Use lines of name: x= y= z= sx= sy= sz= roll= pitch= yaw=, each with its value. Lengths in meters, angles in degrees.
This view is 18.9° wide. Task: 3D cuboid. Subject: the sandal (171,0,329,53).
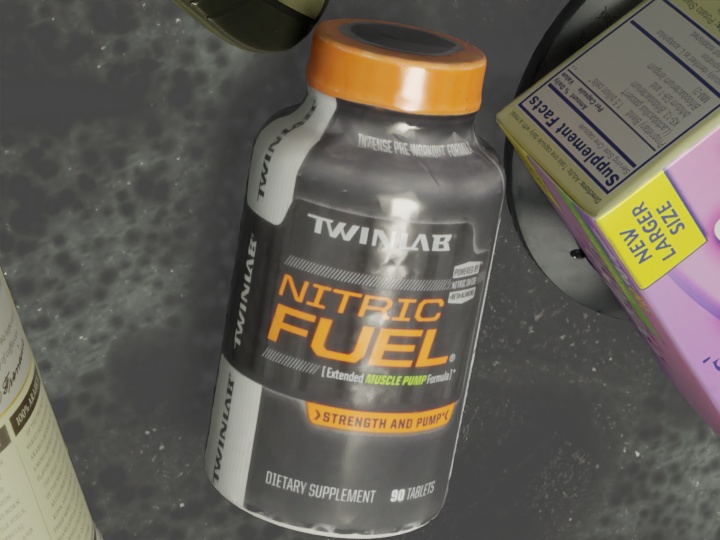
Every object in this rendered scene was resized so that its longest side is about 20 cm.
sandal: x=-0.084 y=-0.153 z=0.829 sx=0.080 sy=0.057 sz=0.201 roll=-48 pitch=135 yaw=-5

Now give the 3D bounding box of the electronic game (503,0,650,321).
electronic game: x=0.156 y=-0.065 z=0.969 sx=0.200 sy=0.042 sz=0.200 roll=-11 pitch=123 yaw=-18

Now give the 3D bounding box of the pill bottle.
pill bottle: x=0.000 y=0.000 z=0.893 sx=0.106 sy=0.106 sz=0.200 roll=2 pitch=109 yaw=-23

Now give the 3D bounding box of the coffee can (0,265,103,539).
coffee can: x=-0.193 y=0.046 z=0.806 sx=0.146 sy=0.146 sz=0.200 roll=-22 pitch=117 yaw=-13

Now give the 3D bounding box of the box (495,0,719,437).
box: x=0.191 y=-0.046 z=0.910 sx=0.200 sy=0.097 sz=0.176 roll=-37 pitch=127 yaw=1
